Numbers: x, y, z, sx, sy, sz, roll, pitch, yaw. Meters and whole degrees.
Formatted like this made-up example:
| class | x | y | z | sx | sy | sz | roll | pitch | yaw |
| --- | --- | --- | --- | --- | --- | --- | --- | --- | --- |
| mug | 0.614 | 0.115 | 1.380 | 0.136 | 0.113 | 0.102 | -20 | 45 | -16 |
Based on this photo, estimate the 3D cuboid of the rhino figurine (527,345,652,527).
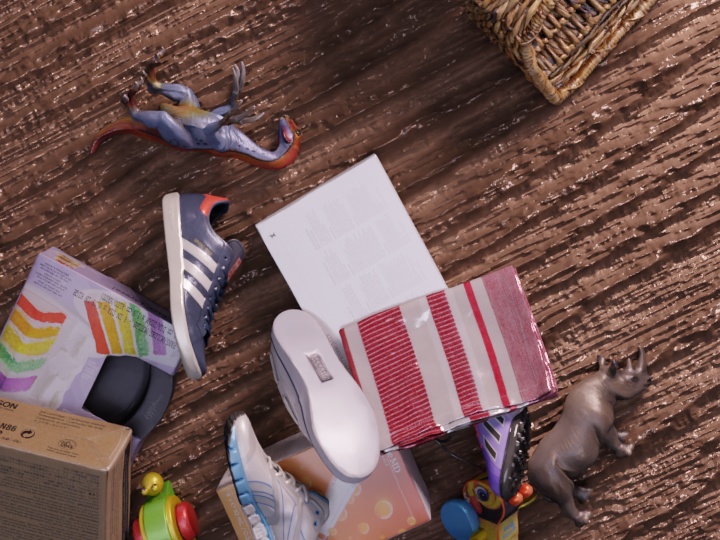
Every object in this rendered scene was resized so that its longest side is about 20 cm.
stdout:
| class | x | y | z | sx | sy | sz | roll | pitch | yaw |
| --- | --- | --- | --- | --- | --- | --- | --- | --- | --- |
| rhino figurine | 0.252 | 0.168 | 1.145 | 0.087 | 0.060 | 0.202 | 32 | 88 | -6 |

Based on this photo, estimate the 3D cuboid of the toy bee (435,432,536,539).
| class | x | y | z | sx | sy | sz | roll | pitch | yaw |
| --- | --- | --- | --- | --- | --- | --- | --- | --- | --- |
| toy bee | 0.135 | 0.257 | 1.125 | 0.131 | 0.108 | 0.201 | -48 | 120 | -30 |

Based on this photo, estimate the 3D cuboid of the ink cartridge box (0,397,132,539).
| class | x | y | z | sx | sy | sz | roll | pitch | yaw |
| --- | --- | --- | --- | --- | --- | --- | --- | --- | --- |
| ink cartridge box | -0.349 | 0.232 | 1.133 | 0.196 | 0.075 | 0.167 | 13 | 120 | 5 |

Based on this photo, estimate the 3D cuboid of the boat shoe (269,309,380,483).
| class | x | y | z | sx | sy | sz | roll | pitch | yaw |
| --- | --- | --- | --- | --- | --- | --- | --- | --- | --- |
| boat shoe | -0.040 | 0.135 | 1.084 | 0.072 | 0.066 | 0.202 | -8 | 54 | -24 |

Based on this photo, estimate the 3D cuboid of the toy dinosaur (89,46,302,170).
| class | x | y | z | sx | sy | sz | roll | pitch | yaw |
| --- | --- | --- | --- | --- | --- | --- | --- | --- | --- |
| toy dinosaur | -0.160 | -0.155 | 1.133 | 0.181 | 0.106 | 0.199 | 38 | 134 | -15 |

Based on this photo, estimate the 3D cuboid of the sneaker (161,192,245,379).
| class | x | y | z | sx | sy | sz | roll | pitch | yaw |
| --- | --- | --- | --- | --- | --- | --- | --- | --- | --- |
| sneaker | -0.160 | 0.011 | 1.112 | 0.083 | 0.075 | 0.204 | -5 | 75 | -9 |

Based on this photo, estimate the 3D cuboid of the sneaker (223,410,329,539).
| class | x | y | z | sx | sy | sz | roll | pitch | yaw |
| --- | --- | --- | --- | --- | --- | --- | --- | --- | --- |
| sneaker | -0.078 | 0.229 | 1.068 | 0.085 | 0.075 | 0.203 | -19 | 103 | -3 |

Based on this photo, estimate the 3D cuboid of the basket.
| class | x | y | z | sx | sy | sz | roll | pitch | yaw |
| --- | --- | --- | --- | --- | --- | --- | --- | --- | --- |
| basket | 0.220 | -0.285 | 1.051 | 0.149 | 0.143 | 0.200 | 44 | 96 | -3 |

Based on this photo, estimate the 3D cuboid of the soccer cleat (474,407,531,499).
| class | x | y | z | sx | sy | sz | roll | pitch | yaw |
| --- | --- | --- | --- | --- | --- | --- | --- | --- | --- |
| soccer cleat | 0.141 | 0.141 | 1.108 | 0.072 | 0.068 | 0.203 | -1 | 60 | 17 |

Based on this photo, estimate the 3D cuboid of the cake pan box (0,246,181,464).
| class | x | y | z | sx | sy | sz | roll | pitch | yaw |
| --- | --- | --- | --- | --- | --- | --- | --- | --- | --- |
| cake pan box | -0.298 | 0.104 | 1.162 | 0.198 | 0.052 | 0.186 | 29 | 99 | -3 |

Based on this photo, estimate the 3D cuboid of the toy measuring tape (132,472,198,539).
| class | x | y | z | sx | sy | sz | roll | pitch | yaw |
| --- | --- | --- | --- | --- | --- | --- | --- | --- | --- |
| toy measuring tape | -0.204 | 0.322 | 1.174 | 0.072 | 0.074 | 0.203 | -18 | 95 | 4 |

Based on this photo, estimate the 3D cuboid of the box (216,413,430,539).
| class | x | y | z | sx | sy | sz | roll | pitch | yaw |
| --- | --- | --- | --- | --- | --- | --- | --- | --- | --- |
| box | -0.037 | 0.239 | 1.144 | 0.197 | 0.098 | 0.126 | -25 | 94 | 4 |

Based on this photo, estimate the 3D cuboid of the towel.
| class | x | y | z | sx | sy | sz | roll | pitch | yaw |
| --- | --- | --- | --- | --- | --- | --- | --- | --- | --- |
| towel | 0.088 | 0.091 | 1.082 | 0.197 | 0.023 | 0.146 | -19 | 68 | 3 |

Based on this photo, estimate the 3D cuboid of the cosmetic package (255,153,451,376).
| class | x | y | z | sx | sy | sz | roll | pitch | yaw |
| --- | --- | --- | --- | --- | --- | --- | --- | --- | --- |
| cosmetic package | 0.000 | 0.000 | 1.138 | 0.149 | 0.052 | 0.202 | -29 | 95 | 3 |
